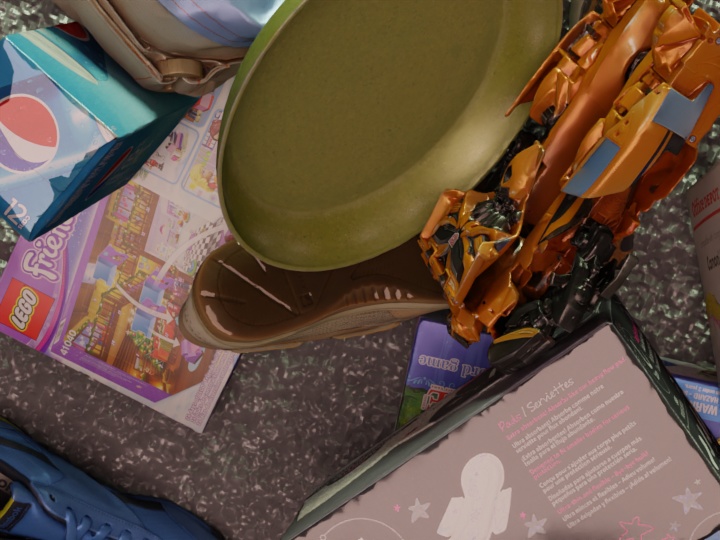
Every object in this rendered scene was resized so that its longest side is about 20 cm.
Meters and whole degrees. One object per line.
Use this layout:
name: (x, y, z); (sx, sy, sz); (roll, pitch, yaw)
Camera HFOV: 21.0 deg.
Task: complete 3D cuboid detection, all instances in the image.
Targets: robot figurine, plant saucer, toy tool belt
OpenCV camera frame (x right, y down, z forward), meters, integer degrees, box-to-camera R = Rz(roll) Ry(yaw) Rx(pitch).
robot figurine: (0.097, -0.049, 0.929); (0.058, 0.145, 0.200); (31, 105, -24)
plant saucer: (0.010, -0.088, 0.926); (0.200, 0.200, 0.031); (-50, 55, 10)
toy tool belt: (-0.062, -0.142, 0.923); (0.200, 0.125, 0.123); (36, 138, -20)

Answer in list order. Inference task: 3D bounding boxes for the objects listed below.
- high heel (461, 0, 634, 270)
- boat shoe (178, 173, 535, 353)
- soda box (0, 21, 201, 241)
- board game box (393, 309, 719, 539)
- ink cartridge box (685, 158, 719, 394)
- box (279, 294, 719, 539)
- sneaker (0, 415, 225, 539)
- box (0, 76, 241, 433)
high heel: (0.157, -0.100, 1.007); (0.200, 0.071, 0.143); (-36, 101, 13)
boat shoe: (0.000, 0.000, 1.021); (0.199, 0.065, 0.072); (-16, 80, -23)
soda box: (-0.137, -0.073, 0.924); (0.068, 0.200, 0.064); (42, 101, -2)
board game box: (0.107, 0.137, 1.062); (0.199, 0.041, 0.201); (12, 101, 2)
ink cartridge box: (0.211, 0.004, 0.971); (0.067, 0.116, 0.201); (-8, 84, -1)
box: (0.073, 0.113, 0.973); (0.200, 0.132, 0.115); (-34, 92, 9)
sneaker: (-0.158, 0.144, 1.068); (0.199, 0.078, 0.066); (29, 99, -2)
box: (-0.102, -0.032, 1.050); (0.136, 0.039, 0.201); (27, 101, -1)
